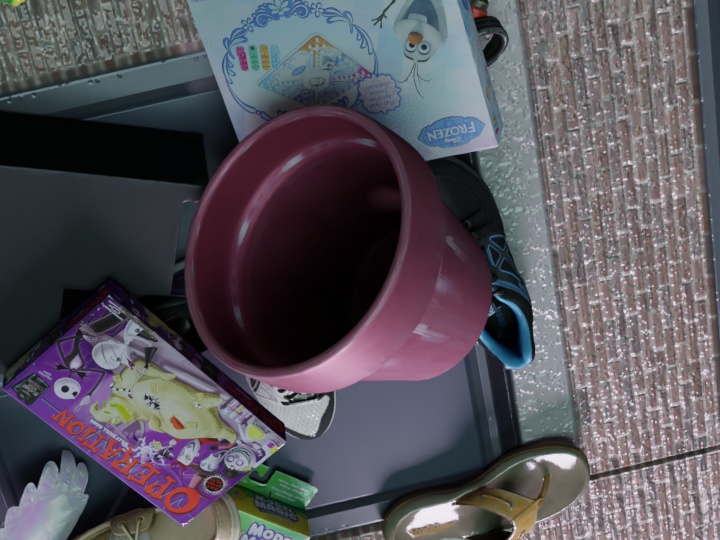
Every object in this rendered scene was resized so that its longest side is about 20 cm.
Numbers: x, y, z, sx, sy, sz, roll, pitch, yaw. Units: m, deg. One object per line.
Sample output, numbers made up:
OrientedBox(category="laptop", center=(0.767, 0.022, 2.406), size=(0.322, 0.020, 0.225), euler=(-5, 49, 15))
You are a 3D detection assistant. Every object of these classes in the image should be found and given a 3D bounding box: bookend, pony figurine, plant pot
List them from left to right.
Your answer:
OrientedBox(category="pony figurine", center=(-0.330, 0.234, 1.304), size=(0.165, 0.200, 0.194), euler=(24, 97, -13))
OrientedBox(category="bookend", center=(-0.230, -0.009, 1.224), size=(0.198, 0.092, 0.200), euler=(4, 119, -13))
OrientedBox(category="plant pot", center=(0.000, 0.000, 1.159), size=(0.200, 0.201, 0.179), euler=(-45, 145, 16))

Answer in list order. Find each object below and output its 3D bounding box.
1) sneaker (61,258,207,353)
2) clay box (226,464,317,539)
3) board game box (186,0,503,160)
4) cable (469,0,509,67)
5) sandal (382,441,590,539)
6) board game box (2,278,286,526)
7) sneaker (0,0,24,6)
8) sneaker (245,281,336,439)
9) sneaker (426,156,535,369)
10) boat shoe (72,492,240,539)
OrientedBox(category="sneaker", center=(-0.189, 0.064, 1.271), size=(0.199, 0.088, 0.076), euler=(-32, 118, 9))
OrientedBox(category="clay box", center=(-0.129, 0.262, 1.411), size=(0.114, 0.048, 0.201), euler=(23, 113, -19))
OrientedBox(category="board game box", center=(-0.014, -0.169, 1.167), size=(0.198, 0.043, 0.200), euler=(-9, 119, 17))
OrientedBox(category="cable", center=(0.045, -0.150, 1.231), size=(0.096, 0.051, 0.201), euler=(11, 128, -23))
OrientedBox(category="sandal", center=(0.117, 0.219, 1.422), size=(0.198, 0.054, 0.081), euler=(-19, 119, 2))
OrientedBox(category="board game box", center=(-0.167, 0.108, 1.234), size=(0.120, 0.032, 0.200), euler=(-38, 120, 18))
OrientedBox(category="sneaker", center=(-0.274, -0.280, 1.084), size=(0.083, 0.074, 0.202), euler=(-16, 110, -3))
OrientedBox(category="sneaker", center=(-0.063, 0.070, 1.295), size=(0.075, 0.088, 0.201), euler=(-15, 121, -3))
OrientedBox(category="sneaker", center=(0.095, -0.008, 1.280), size=(0.073, 0.082, 0.201), euler=(-29, 117, 10))
OrientedBox(category="boat shoe", center=(-0.191, 0.242, 1.340), size=(0.199, 0.074, 0.069), euler=(-29, 159, 28))
